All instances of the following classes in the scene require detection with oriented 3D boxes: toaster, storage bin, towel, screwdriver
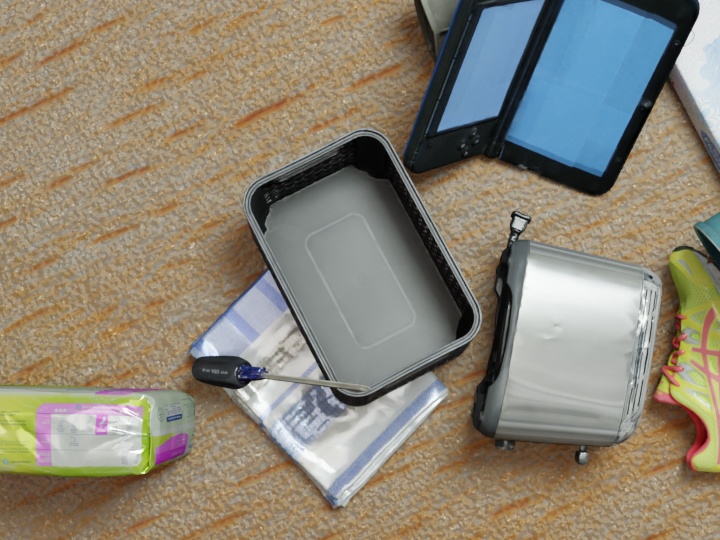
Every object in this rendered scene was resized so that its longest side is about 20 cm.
[{"bbox_3d":[0.172,0.057,0.970,0.129,0.114,0.201,10,84,0],"label":"toaster"},{"bbox_3d":[0.000,0.000,0.980,0.135,0.094,0.200,-27,79,-6],"label":"storage bin"},{"bbox_3d":[-0.037,0.090,1.023,0.147,0.024,0.200,-45,84,-1],"label":"towel"},{"bbox_3d":[-0.066,0.084,0.948,0.200,0.028,0.029,-3,55,39],"label":"screwdriver"}]

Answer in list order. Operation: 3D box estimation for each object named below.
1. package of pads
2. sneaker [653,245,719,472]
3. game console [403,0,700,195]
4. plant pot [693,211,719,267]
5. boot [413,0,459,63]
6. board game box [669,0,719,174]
[{"bbox_3d":[-0.251,0.131,0.968,0.199,0.155,0.068,1,86,4],"label":"package of pads"},{"bbox_3d":[0.286,0.079,0.978,0.090,0.078,0.201,-17,83,9],"label":"sneaker"},{"bbox_3d":[0.152,-0.151,0.940,0.118,0.170,0.200,39,129,27],"label":"game console"},{"bbox_3d":[0.396,-0.012,0.899,0.188,0.200,0.200,-38,84,10],"label":"plant pot"},{"bbox_3d":[0.139,-0.269,0.974,0.199,0.182,0.073,-12,51,2],"label":"boot"},{"bbox_3d":[0.383,-0.170,1.005,0.200,0.043,0.199,-27,84,2],"label":"board game box"}]
